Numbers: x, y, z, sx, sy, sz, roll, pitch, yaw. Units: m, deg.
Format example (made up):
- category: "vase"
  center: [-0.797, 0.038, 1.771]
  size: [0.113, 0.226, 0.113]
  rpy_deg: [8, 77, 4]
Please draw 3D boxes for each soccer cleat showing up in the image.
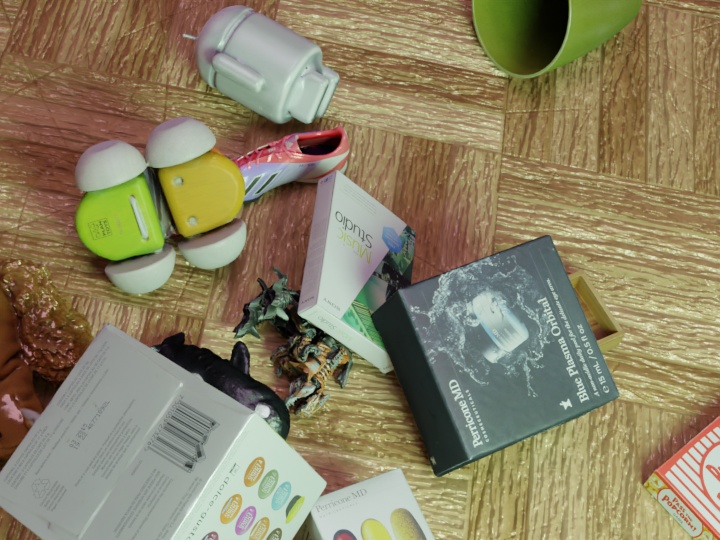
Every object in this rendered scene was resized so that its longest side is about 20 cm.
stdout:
- category: "soccer cleat"
  center: [-0.108, -0.135, 1.614]
  size: [0.199, 0.073, 0.069]
  rpy_deg: [-14, 62, -17]

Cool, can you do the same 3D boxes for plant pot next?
- category: "plant pot"
  center: [0.287, -0.371, 1.794]
  size: [0.199, 0.188, 0.188]
  rpy_deg: [-15, 60, -36]

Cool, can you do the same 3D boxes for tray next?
- category: "tray"
  center: [0.205, 0.078, 1.557]
  size: [0.199, 0.037, 0.099]
  rpy_deg: [-19, 63, -22]

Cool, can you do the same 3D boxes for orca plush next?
- category: "orca plush"
  center: [-0.142, 0.109, 1.432]
  size: [0.200, 0.105, 0.071]
  rpy_deg: [34, 94, 43]

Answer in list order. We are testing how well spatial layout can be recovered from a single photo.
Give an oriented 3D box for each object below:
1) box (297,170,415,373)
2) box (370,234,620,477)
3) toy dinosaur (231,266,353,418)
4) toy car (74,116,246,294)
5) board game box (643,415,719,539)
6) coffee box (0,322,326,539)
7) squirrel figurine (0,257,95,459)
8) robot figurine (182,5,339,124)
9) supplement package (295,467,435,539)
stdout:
- category: "box"
  center: [0.000, 0.000, 1.517]
  size: [0.144, 0.036, 0.201]
  rpy_deg: [35, 45, -32]
- category: "box"
  center: [0.146, 0.093, 1.438]
  size: [0.199, 0.117, 0.198]
  rpy_deg: [-19, 80, -20]
- category: "toy dinosaur"
  center: [-0.064, 0.067, 1.498]
  size: [0.135, 0.102, 0.201]
  rpy_deg: [26, 38, -19]
- category: "toy car"
  center: [-0.236, -0.084, 1.522]
  size: [0.199, 0.176, 0.150]
  rpy_deg: [-20, 23, -8]
- category: "board game box"
  center: [0.442, 0.266, 1.470]
  size: [0.151, 0.046, 0.200]
  rpy_deg: [-33, 68, -27]
- category: "coffee box"
  center: [-0.188, 0.210, 1.249]
  size: [0.199, 0.198, 0.200]
  rpy_deg: [26, 74, 30]
- category: "squirrel figurine"
  center: [-0.371, 0.096, 1.385]
  size: [0.199, 0.142, 0.187]
  rpy_deg: [-32, 74, -24]
- category: "robot figurine"
  center: [-0.128, -0.264, 1.671]
  size: [0.199, 0.113, 0.170]
  rpy_deg: [30, 20, 10]
- category: "supplement package"
  center: [0.024, 0.323, 1.320]
  size: [0.113, 0.110, 0.201]
  rpy_deg: [-17, 62, -20]
